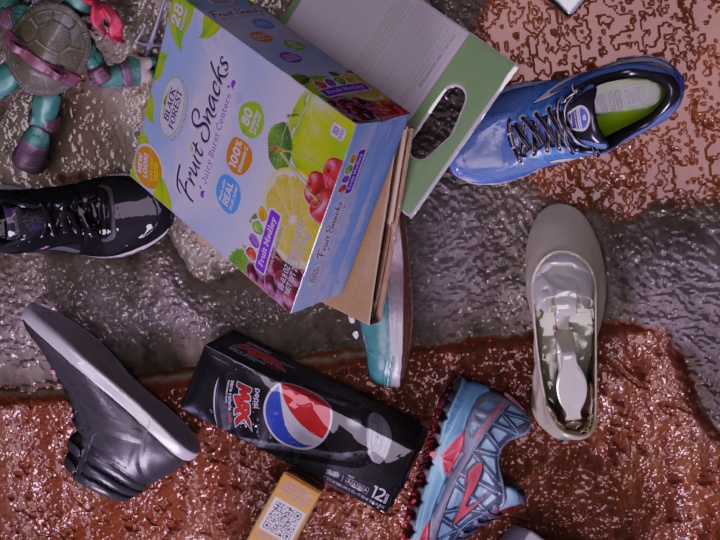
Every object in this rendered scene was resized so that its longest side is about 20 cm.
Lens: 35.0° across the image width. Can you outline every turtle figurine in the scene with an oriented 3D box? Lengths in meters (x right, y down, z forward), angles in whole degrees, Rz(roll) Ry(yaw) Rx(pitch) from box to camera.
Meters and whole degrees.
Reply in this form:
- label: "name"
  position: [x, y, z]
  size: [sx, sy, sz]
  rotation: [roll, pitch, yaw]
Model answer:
- label: "turtle figurine"
  position: [-0.259, -0.185, 0.958]
  size: [0.150, 0.101, 0.200]
  rotation: [39, 108, 0]

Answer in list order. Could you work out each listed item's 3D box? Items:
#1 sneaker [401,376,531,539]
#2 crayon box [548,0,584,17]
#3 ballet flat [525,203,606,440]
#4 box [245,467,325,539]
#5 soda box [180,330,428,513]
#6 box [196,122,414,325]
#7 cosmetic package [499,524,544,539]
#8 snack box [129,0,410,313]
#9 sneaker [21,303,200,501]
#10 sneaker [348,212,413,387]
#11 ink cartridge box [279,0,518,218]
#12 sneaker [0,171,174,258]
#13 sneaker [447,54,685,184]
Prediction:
- label: "sneaker"
  position: [0.092, 0.198, 0.977]
  size: [0.095, 0.079, 0.200]
  rotation: [16, 101, 3]
- label: "crayon box"
  position: [0.183, -0.317, 0.893]
  size: [0.126, 0.052, 0.200]
  rotation: [40, 103, 0]
- label: "ballet flat"
  position: [0.172, 0.046, 0.947]
  size: [0.069, 0.069, 0.200]
  rotation: [-3, 98, 8]
- label: "box"
  position: [-0.094, 0.263, 0.963]
  size: [0.041, 0.119, 0.200]
  rotation: [31, 82, 4]
- label: "soda box"
  position: [-0.047, 0.126, 0.978]
  size: [0.200, 0.071, 0.063]
  rotation: [25, 104, 10]
- label: "box"
  position: [-0.053, -0.066, 0.919]
  size: [0.200, 0.021, 0.164]
  rotation: [24, 118, 33]
- label: "cosmetic package"
  position: [0.121, 0.327, 0.959]
  size: [0.113, 0.081, 0.200]
  rotation: [39, 78, 1]
- label: "snack box"
  position: [-0.077, -0.094, 0.871]
  size: [0.200, 0.068, 0.169]
  rotation: [39, 126, 28]
- label: "sneaker"
  position: [-0.246, 0.125, 1.015]
  size: [0.099, 0.071, 0.200]
  rotation: [-45, 95, 7]
- label: "sneaker"
  position: [0.000, 0.000, 0.965]
  size: [0.080, 0.071, 0.200]
  rotation: [-4, 90, 9]
- label: "ink cartridge box"
  position: [0.016, -0.153, 0.912]
  size: [0.200, 0.048, 0.146]
  rotation: [40, 103, 21]
- label: "sneaker"
  position: [-0.262, -0.040, 0.982]
  size: [0.200, 0.088, 0.076]
  rotation: [-5, 98, 8]
- label: "sneaker"
  position: [0.160, -0.123, 0.909]
  size: [0.200, 0.089, 0.079]
  rotation: [-20, 95, 11]
